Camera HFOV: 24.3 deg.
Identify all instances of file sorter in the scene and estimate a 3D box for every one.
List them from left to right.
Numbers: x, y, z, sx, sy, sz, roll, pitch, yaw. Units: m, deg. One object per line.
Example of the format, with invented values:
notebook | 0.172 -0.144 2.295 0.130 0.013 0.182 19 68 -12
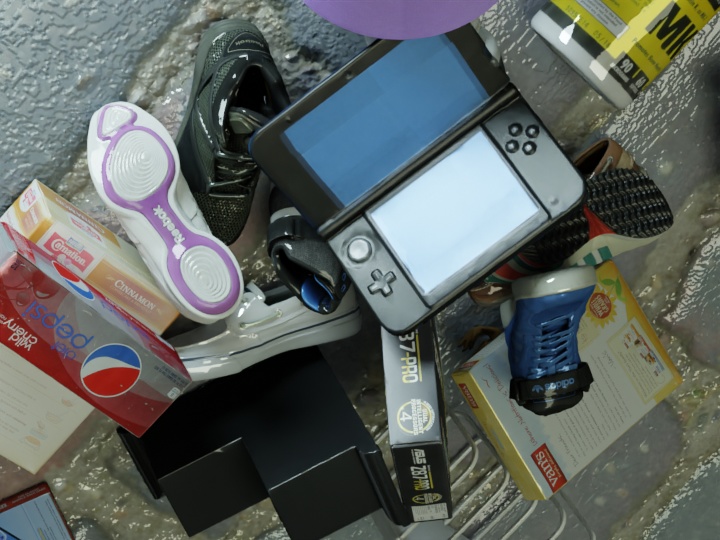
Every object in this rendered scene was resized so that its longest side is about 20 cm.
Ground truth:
file sorter | 0.108 0.228 1.613 0.125 0.139 0.200 -47 124 7

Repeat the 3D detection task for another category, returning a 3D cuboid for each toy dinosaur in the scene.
toy dinosaur | 0.153 0.085 1.597 0.106 0.060 0.200 31 71 -21

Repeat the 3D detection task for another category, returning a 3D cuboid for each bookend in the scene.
bookend | -0.088 0.179 1.471 0.199 0.200 0.092 -27 124 -7

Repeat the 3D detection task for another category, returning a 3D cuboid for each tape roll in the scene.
tape roll | 0.030 -0.277 1.262 0.200 0.200 0.066 -23 159 -8

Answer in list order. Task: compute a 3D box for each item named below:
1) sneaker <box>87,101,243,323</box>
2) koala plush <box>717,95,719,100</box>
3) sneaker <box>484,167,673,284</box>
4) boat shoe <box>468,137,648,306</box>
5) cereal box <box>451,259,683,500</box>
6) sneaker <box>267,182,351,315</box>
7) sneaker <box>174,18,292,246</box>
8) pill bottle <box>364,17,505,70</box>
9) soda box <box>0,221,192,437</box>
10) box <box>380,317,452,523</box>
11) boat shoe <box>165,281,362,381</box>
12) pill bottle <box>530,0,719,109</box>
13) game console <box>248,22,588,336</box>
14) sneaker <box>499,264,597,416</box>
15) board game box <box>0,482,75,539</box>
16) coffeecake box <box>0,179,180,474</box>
sneaker | -0.169 -0.041 1.368 0.075 0.100 0.200 -27 86 -17
koala plush | 0.430 -0.131 1.534 0.200 0.184 0.177 -12 122 -1
sneaker | 0.184 -0.033 1.469 0.200 0.070 0.093 -17 168 -38
boat shoe | 0.170 -0.048 1.529 0.200 0.076 0.072 -40 118 -5
cereal box | 0.195 0.101 1.562 0.200 0.040 0.144 -35 99 -27
sneaker | 0.000 0.000 1.452 0.200 0.112 0.073 25 144 -24
sneaker | -0.105 -0.094 1.365 0.076 0.114 0.200 4 118 -21
pill bottle | 0.072 -0.139 1.408 0.113 0.113 0.200 -25 124 -7
soda box | -0.231 0.048 1.334 0.070 0.063 0.200 -45 124 5
box | 0.048 0.111 1.440 0.049 0.161 0.200 -7 152 3
boat shoe | -0.097 0.042 1.479 0.200 0.074 0.067 -16 108 -24
pill bottle | 0.251 -0.245 1.419 0.200 0.114 0.114 -47 124 8
game console | 0.046 -0.078 1.299 0.200 0.171 0.118 -37 157 7
sneaker | 0.166 0.064 1.420 0.077 0.200 0.111 -10 79 -8
board game box | -0.304 0.295 1.560 0.103 0.019 0.200 -24 124 -10
coffeecake box | -0.273 0.049 1.401 0.200 0.073 0.153 -47 124 8
